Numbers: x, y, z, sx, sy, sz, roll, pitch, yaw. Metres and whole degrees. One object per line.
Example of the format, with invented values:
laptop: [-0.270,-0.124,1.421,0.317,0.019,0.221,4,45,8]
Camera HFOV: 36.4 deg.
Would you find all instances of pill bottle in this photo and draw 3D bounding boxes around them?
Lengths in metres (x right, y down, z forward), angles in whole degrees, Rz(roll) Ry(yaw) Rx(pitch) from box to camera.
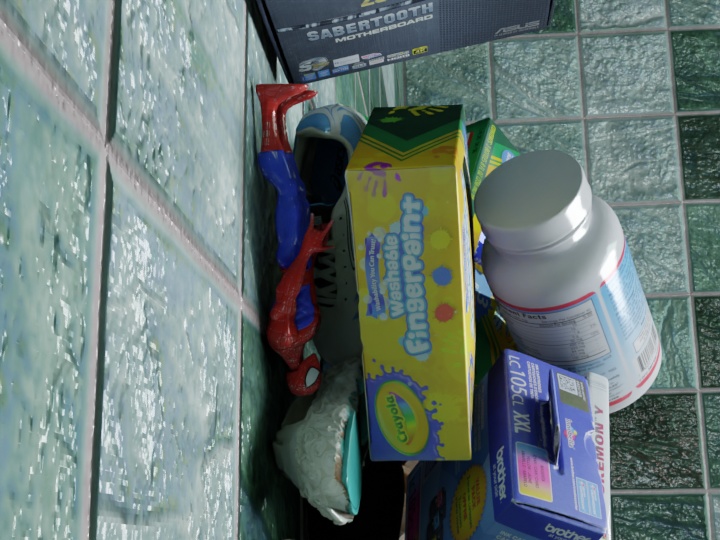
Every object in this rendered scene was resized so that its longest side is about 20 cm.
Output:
pill bottle: [0.156,0.011,0.833,0.109,0.108,0.201,-86,155,-47]

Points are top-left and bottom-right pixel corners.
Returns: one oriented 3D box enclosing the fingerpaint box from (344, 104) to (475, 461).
fingerpaint box: [0.042,0.002,0.756,0.167,0.073,0.202,-71,158,-68]

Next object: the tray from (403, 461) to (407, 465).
tray: [0.025,0.214,1.051,0.099,0.037,0.201,-53,149,-25]

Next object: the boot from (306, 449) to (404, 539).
boot: [-0.008,0.221,0.810,0.158,0.079,0.213,-52,140,-83]

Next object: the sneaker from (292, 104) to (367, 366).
sneaker: [-0.026,-0.022,0.820,0.072,0.071,0.202,-22,115,-54]

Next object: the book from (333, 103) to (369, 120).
book: [0.017,-0.035,0.992,0.133,0.048,0.202,16,63,-43]

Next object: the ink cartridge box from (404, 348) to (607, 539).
ink cartridge box: [0.104,0.155,0.779,0.137,0.076,0.201,-86,-158,-48]

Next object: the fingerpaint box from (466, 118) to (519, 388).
fingerpaint box: [0.115,-0.002,0.973,0.167,0.073,0.201,45,48,-30]

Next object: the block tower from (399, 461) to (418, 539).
block tower: [0.046,0.219,0.999,0.200,0.054,0.058,-35,138,-44]

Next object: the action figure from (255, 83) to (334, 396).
action figure: [-0.041,-0.018,0.717,0.065,0.051,0.202,-75,165,-86]

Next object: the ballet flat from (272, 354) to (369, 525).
ballet flat: [-0.024,0.114,0.739,0.200,0.071,0.073,-63,150,-75]

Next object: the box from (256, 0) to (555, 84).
box: [0.032,-0.195,0.725,0.158,0.198,0.051,73,4,-74]

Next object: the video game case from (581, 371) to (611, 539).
video game case: [0.126,0.200,0.830,0.200,0.023,0.183,127,-22,-49]

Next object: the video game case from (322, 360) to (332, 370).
video game case: [-0.003,0.107,1.109,0.201,0.045,0.182,-86,171,-49]
